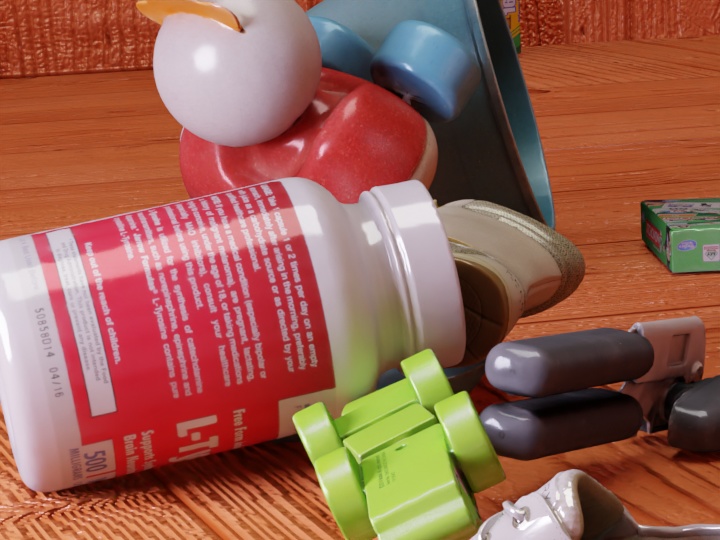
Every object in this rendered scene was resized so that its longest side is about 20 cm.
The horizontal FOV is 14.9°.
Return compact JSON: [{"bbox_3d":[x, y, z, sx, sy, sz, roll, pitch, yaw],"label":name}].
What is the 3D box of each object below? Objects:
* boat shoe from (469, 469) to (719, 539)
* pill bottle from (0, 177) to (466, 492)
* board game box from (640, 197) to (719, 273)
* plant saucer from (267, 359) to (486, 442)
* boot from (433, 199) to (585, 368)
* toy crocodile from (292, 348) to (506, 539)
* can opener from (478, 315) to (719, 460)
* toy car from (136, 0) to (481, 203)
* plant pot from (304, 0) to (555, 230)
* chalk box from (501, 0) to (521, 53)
[{"bbox_3d":[0.070,0.099,0.920,0.200,0.069,0.071,0,11,19],"label":"boat shoe"},{"bbox_3d":[-0.061,0.022,1.208,0.200,0.112,0.112,-13,11,-9],"label":"pill bottle"},{"bbox_3d":[0.288,-0.027,1.767,0.200,0.029,0.135,-2,10,-2],"label":"board game box"},{"bbox_3d":[-0.034,0.054,1.351,0.200,0.027,0.200,-2,10,0],"label":"plant saucer"},{"bbox_3d":[0.000,0.000,1.378,0.200,0.072,0.155,7,12,20],"label":"boot"},{"bbox_3d":[0.019,0.080,1.099,0.067,0.062,0.200,-27,12,-1],"label":"toy crocodile"},{"bbox_3d":[0.121,0.053,1.193,0.067,0.053,0.200,12,8,27],"label":"can opener"},{"bbox_3d":[-0.067,-0.104,1.584,0.177,0.200,0.184,9,59,50],"label":"toy car"},{"bbox_3d":[0.010,-0.095,1.798,0.188,0.200,0.200,-16,7,10],"label":"plant pot"},{"bbox_3d":[0.076,-0.307,3.239,0.200,0.124,0.125,-11,14,-39],"label":"chalk box"}]
